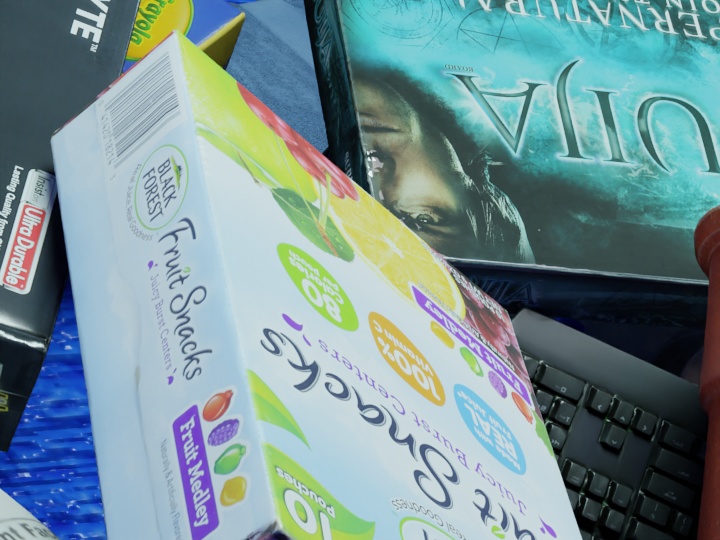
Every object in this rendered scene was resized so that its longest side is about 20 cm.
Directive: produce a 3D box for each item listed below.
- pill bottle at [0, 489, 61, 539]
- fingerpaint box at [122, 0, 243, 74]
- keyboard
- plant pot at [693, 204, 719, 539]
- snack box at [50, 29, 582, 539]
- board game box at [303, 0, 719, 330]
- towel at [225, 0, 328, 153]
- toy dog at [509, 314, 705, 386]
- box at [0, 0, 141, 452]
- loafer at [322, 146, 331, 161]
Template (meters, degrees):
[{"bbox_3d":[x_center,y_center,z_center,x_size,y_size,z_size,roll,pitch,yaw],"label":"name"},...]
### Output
[{"bbox_3d":[-0.105,0.110,0.663,0.200,0.114,0.114,39,32,19],"label":"pill bottle"},{"bbox_3d":[-0.161,-0.061,0.878,0.167,0.073,0.200,34,40,11],"label":"fingerpaint box"},{"bbox_3d":[0.106,0.104,0.858,0.200,0.127,0.021,25,-11,-14],"label":"keyboard"},{"bbox_3d":[0.172,0.100,0.774,0.201,0.201,0.195,17,76,-16],"label":"plant pot"},{"bbox_3d":[-0.004,0.046,0.694,0.142,0.053,0.200,39,21,-31],"label":"snack box"},{"bbox_3d":[0.086,-0.042,0.904,0.200,0.028,0.135,4,53,-20],"label":"board game box"},{"bbox_3d":[-0.014,-0.062,1.065,0.200,0.049,0.112,-12,48,-47],"label":"towel"},{"bbox_3d":[0.075,0.023,0.958,0.096,0.132,0.200,-21,40,-15],"label":"toy dog"},{"bbox_3d":[-0.148,-0.056,0.775,0.159,0.046,0.200,20,42,-9],"label":"box"},{"bbox_3d":[0.000,0.000,0.899,0.073,0.072,0.200,17,28,-7],"label":"loafer"}]
